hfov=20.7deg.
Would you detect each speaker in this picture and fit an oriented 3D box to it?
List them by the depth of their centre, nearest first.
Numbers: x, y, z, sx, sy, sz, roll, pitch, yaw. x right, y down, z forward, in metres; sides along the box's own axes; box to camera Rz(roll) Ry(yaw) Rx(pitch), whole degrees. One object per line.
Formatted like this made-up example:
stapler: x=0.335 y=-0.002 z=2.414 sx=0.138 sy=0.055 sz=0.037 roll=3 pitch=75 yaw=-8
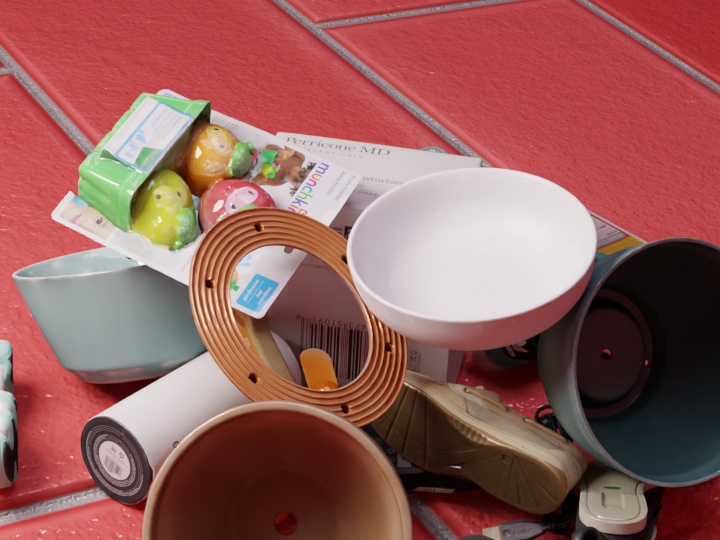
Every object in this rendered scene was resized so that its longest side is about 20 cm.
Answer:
speaker: x=-0.139 y=0.120 z=1.669 sx=0.081 sy=0.081 sz=0.200 roll=25 pitch=35 yaw=29

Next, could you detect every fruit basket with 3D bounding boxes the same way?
fruit basket: x=-0.125 y=-0.066 z=1.636 sx=0.200 sy=0.094 sz=0.185 roll=22 pitch=51 yaw=17

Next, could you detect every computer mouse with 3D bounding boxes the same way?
computer mouse: x=0.085 y=0.179 z=1.653 sx=0.200 sy=0.046 sz=0.141 roll=0 pitch=46 yaw=-6

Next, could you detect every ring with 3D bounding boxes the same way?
ring: x=-0.050 y=0.039 z=1.552 sx=0.200 sy=0.019 sz=0.201 roll=20 pitch=50 yaw=-26

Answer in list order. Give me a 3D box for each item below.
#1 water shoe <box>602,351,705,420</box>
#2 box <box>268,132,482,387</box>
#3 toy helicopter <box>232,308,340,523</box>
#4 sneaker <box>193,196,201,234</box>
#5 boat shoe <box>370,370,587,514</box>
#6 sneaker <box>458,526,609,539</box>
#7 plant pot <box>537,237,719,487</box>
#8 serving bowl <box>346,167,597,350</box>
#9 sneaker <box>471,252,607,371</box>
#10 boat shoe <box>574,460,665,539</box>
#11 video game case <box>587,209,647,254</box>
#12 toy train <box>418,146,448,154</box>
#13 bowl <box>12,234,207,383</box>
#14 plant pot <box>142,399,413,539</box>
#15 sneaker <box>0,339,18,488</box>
water shoe: x=0.258 y=0.105 z=1.767 sx=0.071 sy=0.079 sz=0.200 roll=-16 pitch=36 yaw=-34
box: x=0.000 y=0.000 z=1.777 sx=0.199 sy=0.200 sz=0.131 roll=7 pitch=30 yaw=8
toy helicopter: x=-0.061 y=0.101 z=1.597 sx=0.079 sy=0.132 sz=0.200 roll=-18 pitch=79 yaw=-36
sneaker: x=-0.194 y=-0.040 z=1.934 sx=0.074 sy=0.082 sz=0.200 roll=24 pitch=34 yaw=30
boat shoe: x=0.091 y=0.130 z=1.624 sx=0.200 sy=0.072 sz=0.065 roll=25 pitch=35 yaw=20
sneaker: x=0.149 y=0.228 z=1.497 sx=0.075 sy=0.116 sz=0.200 roll=-19 pitch=38 yaw=-36
plant pot: x=0.229 y=0.073 z=1.639 sx=0.200 sy=0.201 sz=0.134 roll=-9 pitch=4 yaw=-24
serving bowl: x=0.090 y=0.001 z=1.585 sx=0.200 sy=0.066 sz=0.200 roll=-3 pitch=39 yaw=3
sneaker: x=0.195 y=0.037 z=1.856 sx=0.200 sy=0.071 sz=0.080 roll=-33 pitch=12 yaw=-38
boat shoe: x=0.210 y=0.201 z=1.614 sx=0.072 sy=0.068 sz=0.200 roll=3 pitch=13 yaw=13
video game case: x=0.246 y=-0.004 z=2.015 sx=0.143 sy=0.017 sz=0.200 roll=-20 pitch=39 yaw=-38
toy train: x=0.097 y=-0.046 z=1.990 sx=0.200 sy=0.085 sz=0.114 roll=26 pitch=62 yaw=28
bowl: x=-0.200 y=0.037 z=1.741 sx=0.200 sy=0.105 sz=0.201 roll=-8 pitch=8 yaw=1
plant pot: x=-0.060 y=0.196 z=1.479 sx=0.200 sy=0.201 sz=0.093 roll=7 pitch=0 yaw=1
sneaker: x=-0.356 y=0.124 z=1.638 sx=0.140 sy=0.078 sz=0.200 roll=-2 pitch=21 yaw=-11
